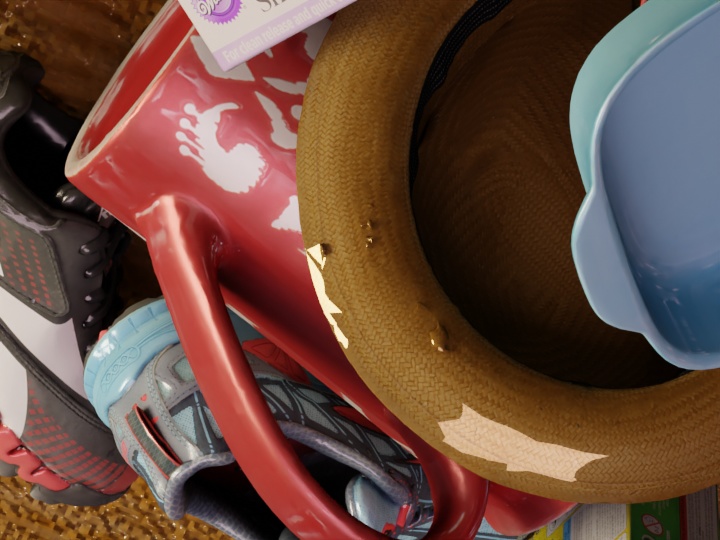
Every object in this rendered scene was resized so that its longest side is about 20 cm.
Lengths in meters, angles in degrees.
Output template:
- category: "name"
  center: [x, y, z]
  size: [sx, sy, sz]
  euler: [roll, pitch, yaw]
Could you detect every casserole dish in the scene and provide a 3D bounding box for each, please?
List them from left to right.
- category: "casserole dish"
  center: [0.139, -0.055, 0.828]
  size: [0.200, 0.039, 0.121]
  euler: [-31, 129, -9]

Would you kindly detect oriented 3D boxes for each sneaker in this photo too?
- category: "sneaker"
  center: [-0.115, 0.002, 1.059]
  size: [0.098, 0.071, 0.201]
  euler: [-16, 119, 18]
- category: "sneaker"
  center: [-0.010, 0.082, 1.064]
  size: [0.200, 0.096, 0.079]
  euler: [18, 120, -34]

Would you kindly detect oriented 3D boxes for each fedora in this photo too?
- category: "fedora"
  center: [0.069, -0.020, 0.907]
  size: [0.200, 0.201, 0.082]
  euler: [14, 161, -3]

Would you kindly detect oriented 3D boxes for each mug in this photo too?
- category: "mug"
  center: [0.007, -0.009, 0.985]
  size: [0.200, 0.178, 0.133]
  euler: [37, 117, -12]

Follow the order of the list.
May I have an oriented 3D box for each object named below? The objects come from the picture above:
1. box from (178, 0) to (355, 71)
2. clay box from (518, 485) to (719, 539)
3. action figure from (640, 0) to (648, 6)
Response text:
- category: "box"
  center: [0.031, -0.117, 0.830]
  size: [0.200, 0.039, 0.041]
  euler: [-25, 102, 34]
- category: "clay box"
  center: [0.061, 0.158, 1.119]
  size: [0.048, 0.115, 0.200]
  euler: [29, 122, -15]
- category: "action figure"
  center: [0.133, -0.139, 0.849]
  size: [0.200, 0.065, 0.099]
  euler: [-11, 113, 13]
